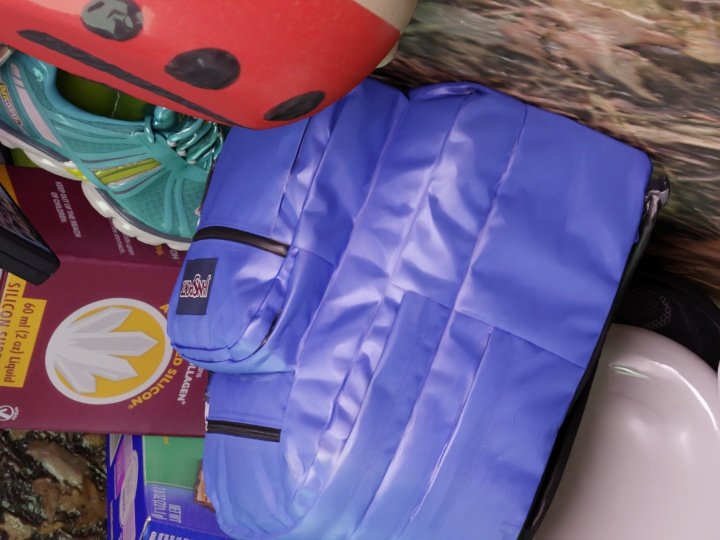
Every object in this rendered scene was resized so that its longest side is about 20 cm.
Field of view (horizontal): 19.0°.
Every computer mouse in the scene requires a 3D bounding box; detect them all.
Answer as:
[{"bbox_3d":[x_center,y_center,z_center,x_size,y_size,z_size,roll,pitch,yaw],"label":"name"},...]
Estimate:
[{"bbox_3d":[0.128,0.011,1.069,0.200,0.053,0.138,38,163,-33],"label":"computer mouse"}]

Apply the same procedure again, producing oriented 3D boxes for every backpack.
[{"bbox_3d":[0.005,0.029,0.890,0.167,0.202,0.162,19,172,-15],"label":"backpack"}]

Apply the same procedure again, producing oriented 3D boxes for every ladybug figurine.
[{"bbox_3d":[-0.070,-0.097,0.660,0.199,0.073,0.135,22,170,-29],"label":"ladybug figurine"}]

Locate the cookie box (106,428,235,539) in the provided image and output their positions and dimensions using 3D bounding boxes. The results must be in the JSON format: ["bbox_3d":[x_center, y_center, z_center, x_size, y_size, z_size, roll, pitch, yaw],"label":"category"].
[{"bbox_3d":[-0.035,0.132,1.180,0.198,0.076,0.172,14,-151,-16],"label":"cookie box"}]

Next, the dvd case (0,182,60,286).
[{"bbox_3d":[-0.213,-0.083,0.884,0.200,0.018,0.143,49,-174,25],"label":"dvd case"}]

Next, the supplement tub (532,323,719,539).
[{"bbox_3d":[0.120,0.117,1.038,0.143,0.145,0.200,15,166,14],"label":"supplement tub"}]

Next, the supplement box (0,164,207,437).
[{"bbox_3d":[-0.108,0.020,1.129,0.198,0.111,0.086,5,-147,-25],"label":"supplement box"}]

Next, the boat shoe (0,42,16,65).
[{"bbox_3d":[-0.159,-0.096,0.810,0.073,0.061,0.200,-5,177,-27],"label":"boat shoe"}]

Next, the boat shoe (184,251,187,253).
[{"bbox_3d":[0.000,0.000,1.038,0.199,0.071,0.070,23,162,28],"label":"boat shoe"}]

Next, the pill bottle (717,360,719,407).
[{"bbox_3d":[0.239,0.067,0.954,0.116,0.117,0.200,12,171,29],"label":"pill bottle"}]

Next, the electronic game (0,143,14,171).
[{"bbox_3d":[-0.277,-0.060,1.130,0.198,0.042,0.201,8,134,9],"label":"electronic game"}]

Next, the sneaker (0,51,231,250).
[{"bbox_3d":[-0.094,-0.062,0.949,0.079,0.078,0.199,-3,160,43],"label":"sneaker"}]

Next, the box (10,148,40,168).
[{"bbox_3d":[-0.214,-0.033,1.198,0.198,0.123,0.048,17,-155,5],"label":"box"}]
